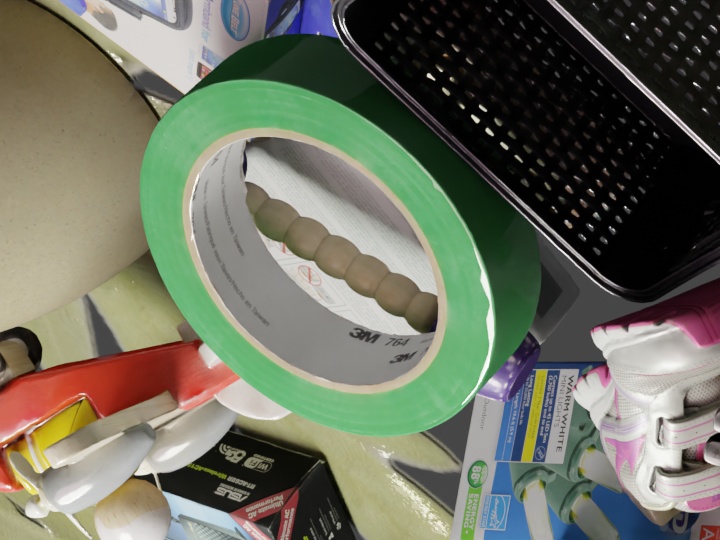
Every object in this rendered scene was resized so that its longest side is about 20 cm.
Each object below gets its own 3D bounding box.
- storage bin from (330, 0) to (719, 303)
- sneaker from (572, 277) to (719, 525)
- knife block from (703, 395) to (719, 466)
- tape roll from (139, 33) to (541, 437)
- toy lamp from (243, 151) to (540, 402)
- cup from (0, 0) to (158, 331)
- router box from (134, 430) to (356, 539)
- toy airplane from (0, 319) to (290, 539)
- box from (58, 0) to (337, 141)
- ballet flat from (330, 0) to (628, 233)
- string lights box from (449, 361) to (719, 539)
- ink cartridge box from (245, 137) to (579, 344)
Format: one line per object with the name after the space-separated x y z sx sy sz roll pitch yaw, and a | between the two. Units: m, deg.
0.104 -0.097 1.319 0.200 0.094 0.135 43 150 -7 | storage bin
0.155 0.062 1.377 0.200 0.081 0.088 89 159 -73 | sneaker
0.216 0.066 1.335 0.064 0.176 0.200 21 146 29 | knife block
-0.011 -0.015 1.429 0.200 0.048 0.201 21 133 25 | tape roll
0.000 0.000 1.509 0.200 0.058 0.058 34 150 13 | toy lamp
-0.222 -0.043 1.688 0.200 0.143 0.200 27 147 19 | cup
-0.071 0.186 1.914 0.150 0.062 0.200 16 143 35 | router box
-0.126 0.092 1.714 0.199 0.200 0.141 -8 91 60 | toy airplane
-0.098 -0.150 1.493 0.200 0.041 0.119 38 151 17 | box
0.042 -0.091 1.416 0.200 0.067 0.068 40 150 -3 | ballet flat
0.142 0.101 1.523 0.059 0.103 0.200 20 165 -40 | string lights box
0.000 -0.024 1.578 0.160 0.047 0.200 50 150 -21 | ink cartridge box
